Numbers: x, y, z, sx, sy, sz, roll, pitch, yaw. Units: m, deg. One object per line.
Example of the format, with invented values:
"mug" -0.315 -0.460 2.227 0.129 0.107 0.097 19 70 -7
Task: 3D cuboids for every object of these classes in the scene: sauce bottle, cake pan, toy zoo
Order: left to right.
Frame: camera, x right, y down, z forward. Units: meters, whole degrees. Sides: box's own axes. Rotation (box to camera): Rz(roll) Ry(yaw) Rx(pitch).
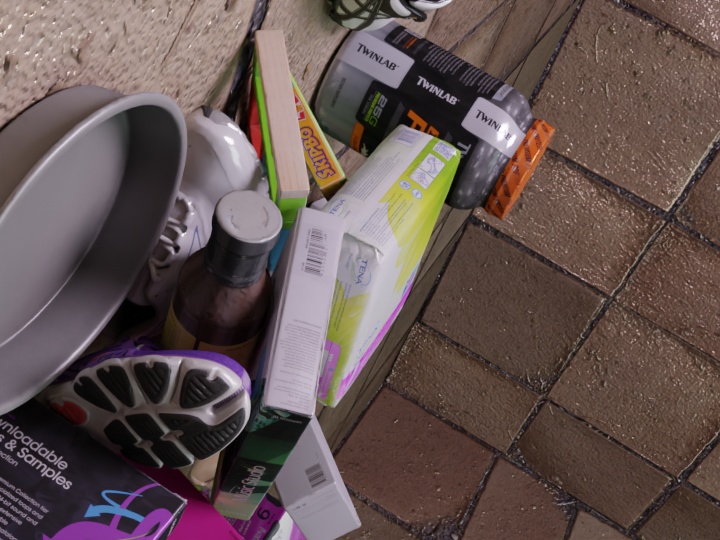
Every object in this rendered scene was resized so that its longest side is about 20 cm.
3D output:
"cake pan" -0.165 -0.014 0.542 0.201 0.037 0.200 -58 172 -13
"sauce bottle" -0.092 0.027 0.657 0.065 0.065 0.200 -52 174 -41
"toy zoo" -0.066 -0.060 0.745 0.200 0.020 0.132 108 -26 -61

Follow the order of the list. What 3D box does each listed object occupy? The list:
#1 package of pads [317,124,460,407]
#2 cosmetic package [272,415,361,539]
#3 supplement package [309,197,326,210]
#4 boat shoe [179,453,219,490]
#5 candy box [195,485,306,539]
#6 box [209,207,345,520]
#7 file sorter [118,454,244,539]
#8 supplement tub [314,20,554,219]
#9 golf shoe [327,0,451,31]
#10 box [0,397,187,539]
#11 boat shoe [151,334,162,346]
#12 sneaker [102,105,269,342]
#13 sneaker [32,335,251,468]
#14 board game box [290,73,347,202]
"package of pads" 0.000 0.000 0.819 0.155 0.068 0.200 -52 165 -43
"cosmetic package" -0.066 0.133 0.877 0.051 0.200 0.083 -27 139 -2
"supplement package" -0.038 0.026 1.174 0.200 0.114 0.110 -63 172 17
"boat shoe" -0.115 0.153 0.851 0.072 0.065 0.200 -58 171 -8
"candy box" -0.159 0.260 1.003 0.137 0.200 0.061 -57 137 -16
"box" -0.060 0.070 0.690 0.200 0.036 0.145 117 -15 -55
"file sorter" -0.196 0.219 0.662 0.200 0.139 0.126 -14 139 -54
"supplement tub" 0.068 -0.137 0.928 0.123 0.200 0.123 -57 171 -14
"golf shoe" 0.026 -0.216 0.776 0.078 0.094 0.200 -61 173 3
"box" -0.208 0.162 0.546 0.200 0.143 0.036 -50 170 -45
"boat shoe" -0.161 0.078 0.800 0.201 0.072 0.061 -50 173 -13
"sneaker" -0.122 -0.019 0.678 0.087 0.074 0.200 -41 160 -47
"sneaker" -0.140 0.068 0.629 0.200 0.081 0.083 -9 -147 40
"board game box" -0.033 -0.094 0.854 0.030 0.096 0.200 -28 171 4
